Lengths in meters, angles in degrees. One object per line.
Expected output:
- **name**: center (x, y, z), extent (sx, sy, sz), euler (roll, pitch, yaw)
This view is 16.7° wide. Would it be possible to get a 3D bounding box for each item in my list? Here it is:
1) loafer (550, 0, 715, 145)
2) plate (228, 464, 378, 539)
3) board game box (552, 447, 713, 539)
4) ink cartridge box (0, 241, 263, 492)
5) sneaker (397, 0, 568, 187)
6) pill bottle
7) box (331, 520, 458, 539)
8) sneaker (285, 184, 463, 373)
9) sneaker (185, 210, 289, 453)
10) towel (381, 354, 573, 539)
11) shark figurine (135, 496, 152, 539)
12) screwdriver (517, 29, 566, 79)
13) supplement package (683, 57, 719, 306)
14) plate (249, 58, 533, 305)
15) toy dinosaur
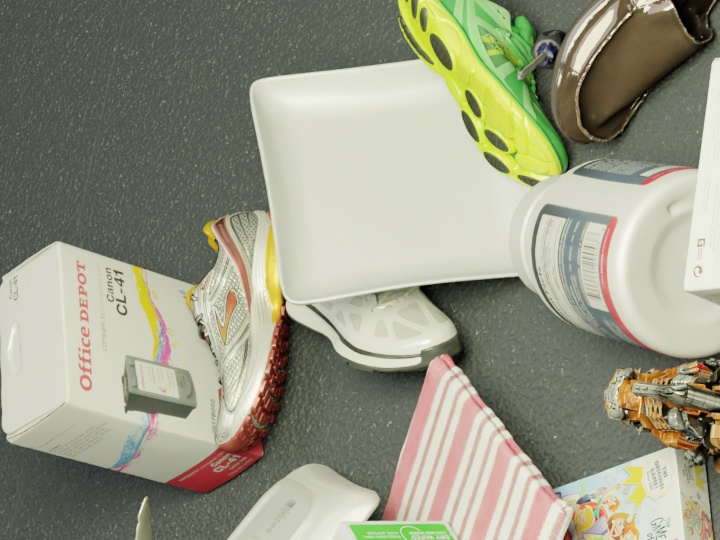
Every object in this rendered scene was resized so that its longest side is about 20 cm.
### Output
- **loafer**: center (0.203, -0.172, 1.711), extent (0.071, 0.073, 0.201), euler (43, 108, 47)
- **plate**: center (-0.078, 0.224, 1.789), extent (0.200, 0.032, 0.199), euler (-51, 11, -7)
- **board game box**: center (0.175, 0.230, 1.610), extent (0.134, 0.034, 0.201), euler (-25, 57, 40)
- **ink cartridge box**: center (-0.181, 0.079, 1.942), extent (0.085, 0.199, 0.148), euler (-31, 54, 37)
- **sneaker**: center (0.103, -0.150, 1.808), extent (0.201, 0.083, 0.074), euler (59, 158, 23)
- **pill bottle**: center (0.179, -0.013, 1.618), extent (0.200, 0.119, 0.120), euler (18, 88, 69)
- **box**: center (0.026, 0.303, 1.670), extent (0.177, 0.096, 0.201), euler (58, 134, 43)
- **sneaker**: center (-0.001, 0.000, 1.833), extent (0.200, 0.075, 0.116), euler (25, 130, 51)
- **sneaker**: center (-0.098, 0.049, 1.937), extent (0.082, 0.078, 0.201), euler (2, 67, 7)
- **towel**: center (0.081, 0.170, 1.702), extent (0.200, 0.030, 0.147), euler (51, 133, 49)
- **shark figurine**: center (-0.062, 0.239, 1.634), extent (0.213, 0.128, 0.090), euler (27, 64, 12)
- **screwdriver**: center (0.130, -0.147, 1.726), extent (0.028, 0.029, 0.200), euler (-60, 0, 16)
- **supplement package**: center (0.324, -0.046, 1.466), extent (0.199, 0.150, 0.153), euler (-6, 70, 47)
- **plate**: center (0.027, -0.065, 1.817), extent (0.032, 0.198, 0.201), euler (93, 169, -59)
- **toy dinosaur**: center (0.244, 0.097, 1.510), extent (0.200, 0.135, 0.103), euler (35, 100, 49)
